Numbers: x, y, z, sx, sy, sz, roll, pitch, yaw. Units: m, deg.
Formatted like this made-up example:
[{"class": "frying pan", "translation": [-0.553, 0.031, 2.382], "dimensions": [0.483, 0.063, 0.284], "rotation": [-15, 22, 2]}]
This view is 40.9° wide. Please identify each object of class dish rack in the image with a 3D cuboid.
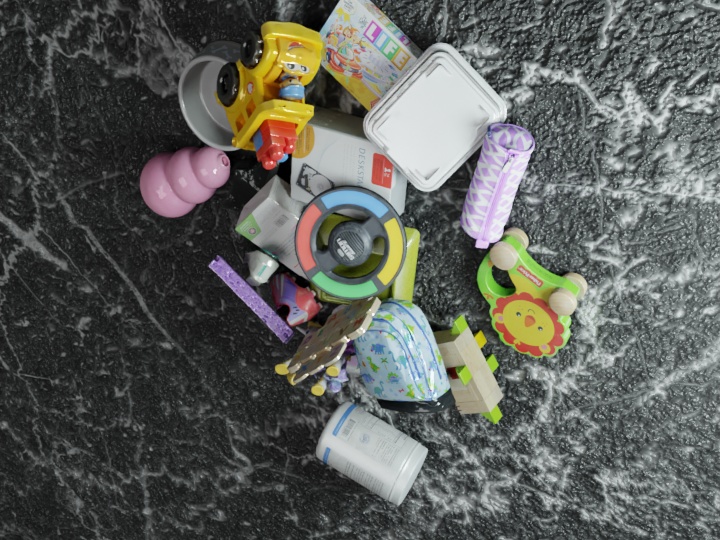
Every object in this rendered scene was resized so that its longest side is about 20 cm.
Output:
[{"class": "dish rack", "translation": [0.117, -0.238, 1.540], "dimensions": [0.171, 0.044, 0.200], "rotation": [43, 109, -10]}]

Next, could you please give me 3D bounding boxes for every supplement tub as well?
[{"class": "supplement tub", "translation": [0.022, 0.365, 1.941], "dimensions": [0.198, 0.132, 0.133], "rotation": [29, 128, 13]}]

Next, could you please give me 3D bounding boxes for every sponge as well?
[{"class": "sponge", "translation": [-0.201, 0.056, 1.810], "dimensions": [0.030, 0.112, 0.200], "rotation": [-45, 89, -5]}]

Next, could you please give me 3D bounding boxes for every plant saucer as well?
[{"class": "plant saucer", "translation": [0.000, 0.000, 1.741], "dimensions": [0.196, 0.048, 0.202], "rotation": [10, 133, 6]}]

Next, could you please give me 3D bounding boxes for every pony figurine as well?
[{"class": "pony figurine", "translation": [-0.054, 0.153, 1.844], "dimensions": [0.189, 0.201, 0.170], "rotation": [1, 117, 14]}]

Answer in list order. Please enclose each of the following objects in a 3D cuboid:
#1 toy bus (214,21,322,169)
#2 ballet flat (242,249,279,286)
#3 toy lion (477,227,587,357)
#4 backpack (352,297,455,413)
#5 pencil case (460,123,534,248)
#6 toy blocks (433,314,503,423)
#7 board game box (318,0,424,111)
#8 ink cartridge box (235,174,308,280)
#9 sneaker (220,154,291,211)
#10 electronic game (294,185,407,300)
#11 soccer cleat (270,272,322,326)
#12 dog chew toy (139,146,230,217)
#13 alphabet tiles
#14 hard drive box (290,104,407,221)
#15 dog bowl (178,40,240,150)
[{"class": "toy bus", "translation": [-0.137, -0.273, 1.573], "dimensions": [0.200, 0.134, 0.195], "rotation": [-43, 53, 44]}, {"class": "ballet flat", "translation": [-0.196, -0.003, 1.828], "dimensions": [0.070, 0.069, 0.200], "rotation": [52, 171, -6]}, {"class": "toy lion", "translation": [0.282, 0.053, 1.660], "dimensions": [0.199, 0.069, 0.193], "rotation": [38, 137, 6]}, {"class": "backpack", "translation": [0.067, 0.151, 1.721], "dimensions": [0.161, 0.152, 0.204], "rotation": [1, 100, 43]}, {"class": "pencil case", "translation": [0.220, -0.139, 1.555], "dimensions": [0.082, 0.086, 0.202], "rotation": [2, 133, -11]}, {"class": "toy blocks", "translation": [0.171, 0.189, 1.788], "dimensions": [0.135, 0.100, 0.202], "rotation": [-14, 109, 47]}, {"class": "board game box", "translation": [0.021, -0.347, 1.593], "dimensions": [0.200, 0.034, 0.135], "rotation": [44, 129, 2]}, {"class": "ink cartridge box", "translation": [-0.117, -0.070, 1.790], "dimensions": [0.199, 0.068, 0.117], "rotation": [36, 132, -21]}, {"class": "sneaker", "translation": [-0.194, -0.184, 1.796], "dimensions": [0.103, 0.060, 0.202], "rotation": [26, 130, 9]}, {"class": "electronic game", "translation": [-0.017, -0.046, 1.653], "dimensions": [0.196, 0.042, 0.204], "rotation": [3, 109, 9]}, {"class": "soccer cleat", "translation": [-0.141, 0.056, 1.845], "dimensions": [0.199, 0.076, 0.067], "rotation": [25, 145, 61]}, {"class": "dog chew toy", "translation": [-0.327, -0.177, 1.838], "dimensions": [0.197, 0.125, 0.126], "rotation": [-16, 108, 34]}, {"class": "alphabet tiles", "translation": [-0.049, 0.114, 1.692], "dimensions": [0.199, 0.196, 0.015], "rotation": [-32, 107, 37]}, {"class": "hard drive box", "translation": [-0.019, -0.183, 1.684], "dimensions": [0.197, 0.077, 0.158], "rotation": [17, 124, 20]}, {"class": "dog bowl", "translation": [-0.246, -0.311, 1.756], "dimensions": [0.197, 0.059, 0.203], "rotation": [15, 123, 24]}]
